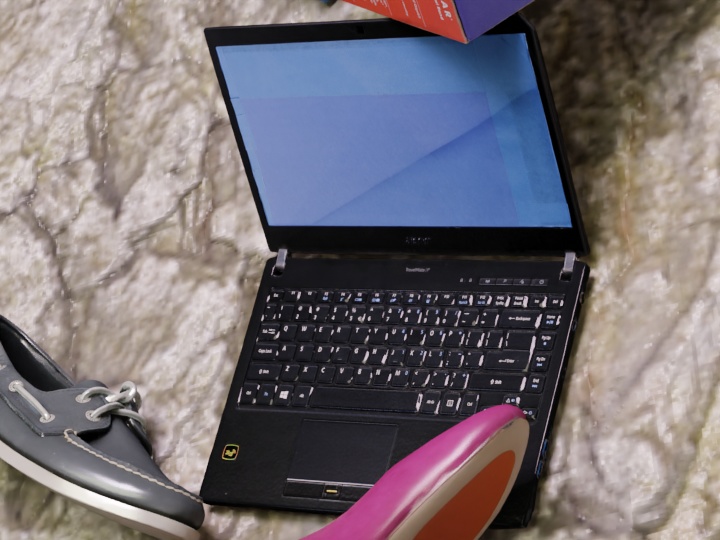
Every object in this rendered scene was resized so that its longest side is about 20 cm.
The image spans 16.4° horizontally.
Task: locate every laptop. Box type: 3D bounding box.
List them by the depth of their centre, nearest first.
[{"bbox_3d":[0.000,0.000,1.108,0.177,0.103,0.200,1,65,34],"label":"laptop"}]

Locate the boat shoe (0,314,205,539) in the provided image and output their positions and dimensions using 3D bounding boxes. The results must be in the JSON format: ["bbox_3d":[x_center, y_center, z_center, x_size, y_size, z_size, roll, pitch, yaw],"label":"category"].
[{"bbox_3d":[-0.137,0.072,1.180,0.200,0.073,0.062,24,83,45],"label":"boat shoe"}]

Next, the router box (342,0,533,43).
[{"bbox_3d":[0.063,-0.190,1.140,0.200,0.049,0.179,-35,33,-22],"label":"router box"}]

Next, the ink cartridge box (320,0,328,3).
[{"bbox_3d":[-0.006,-0.250,1.278,0.200,0.068,0.115,-52,49,-2],"label":"ink cartridge box"}]

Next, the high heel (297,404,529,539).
[{"bbox_3d":[-0.017,0.107,1.072,0.200,0.067,0.096,-45,59,13],"label":"high heel"}]
